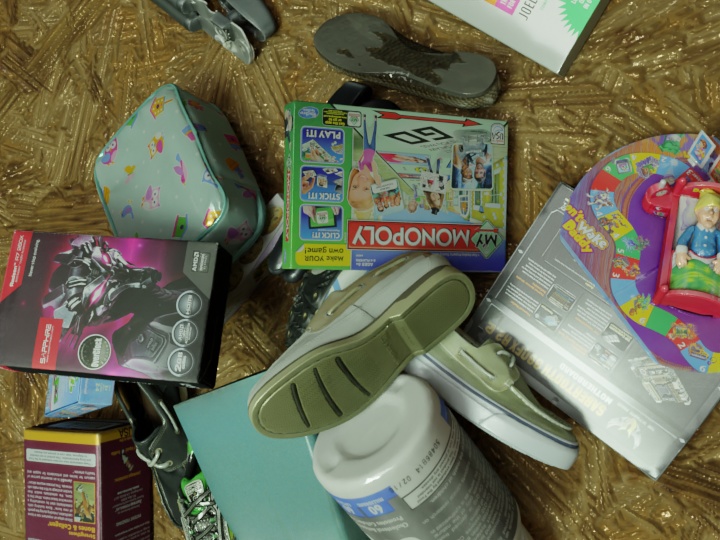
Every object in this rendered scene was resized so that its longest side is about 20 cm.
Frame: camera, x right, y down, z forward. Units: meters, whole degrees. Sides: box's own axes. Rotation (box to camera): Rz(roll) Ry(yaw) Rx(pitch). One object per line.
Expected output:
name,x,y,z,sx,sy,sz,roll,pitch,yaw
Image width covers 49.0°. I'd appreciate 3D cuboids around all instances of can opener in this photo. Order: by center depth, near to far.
can opener,-0.024,-0.078,0.749,0.078,0.063,0.201,29,93,41
can opener,-0.171,-0.292,0.843,0.067,0.053,0.200,-43,69,-15

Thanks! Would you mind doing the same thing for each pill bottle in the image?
pill bottle,0.060,0.190,0.642,0.113,0.114,0.200,-26,117,23

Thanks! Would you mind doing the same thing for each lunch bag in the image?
lunch bag,-0.189,-0.078,0.806,0.160,0.077,0.201,-43,57,23

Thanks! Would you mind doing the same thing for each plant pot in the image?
plant pot,-0.044,0.181,0.719,0.141,0.141,0.201,-23,86,31

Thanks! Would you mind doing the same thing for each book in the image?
book,0.129,-0.279,0.699,0.199,0.048,0.134,35,108,19

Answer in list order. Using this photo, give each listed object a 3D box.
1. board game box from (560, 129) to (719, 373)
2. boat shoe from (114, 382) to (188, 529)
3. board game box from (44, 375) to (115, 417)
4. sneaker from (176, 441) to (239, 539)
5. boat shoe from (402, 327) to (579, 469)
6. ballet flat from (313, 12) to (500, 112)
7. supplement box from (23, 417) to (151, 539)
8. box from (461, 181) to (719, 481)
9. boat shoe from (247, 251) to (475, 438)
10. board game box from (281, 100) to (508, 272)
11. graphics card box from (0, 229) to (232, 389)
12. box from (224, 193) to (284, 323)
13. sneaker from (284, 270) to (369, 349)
board game box,0.251,-0.025,0.592,0.157,0.039,0.201,-29,66,-5
boat shoe,-0.211,0.180,0.828,0.071,0.068,0.202,-12,95,28
board game box,-0.287,0.070,0.819,0.200,0.036,0.153,-24,61,59
sneaker,-0.142,0.236,0.732,0.078,0.085,0.201,-22,46,12
boat shoe,0.096,0.085,0.647,0.199,0.072,0.062,33,94,17
ballet flat,0.041,-0.191,0.738,0.199,0.046,0.068,23,77,26
supplement box,-0.298,0.270,0.870,0.110,0.086,0.202,-2,89,25
box,0.208,0.046,0.654,0.200,0.048,0.159,36,106,21
boat shoe,-0.006,0.056,0.624,0.199,0.075,0.068,-32,36,-12
board game box,0.033,-0.067,0.675,0.029,0.198,0.136,180,90,-69
graphics card box,-0.220,0.034,0.702,0.198,0.051,0.126,5,76,8
box,-0.127,0.004,0.817,0.200,0.039,0.042,-45,71,18
sneaker,0.000,0.000,0.731,0.201,0.072,0.072,-54,25,8
